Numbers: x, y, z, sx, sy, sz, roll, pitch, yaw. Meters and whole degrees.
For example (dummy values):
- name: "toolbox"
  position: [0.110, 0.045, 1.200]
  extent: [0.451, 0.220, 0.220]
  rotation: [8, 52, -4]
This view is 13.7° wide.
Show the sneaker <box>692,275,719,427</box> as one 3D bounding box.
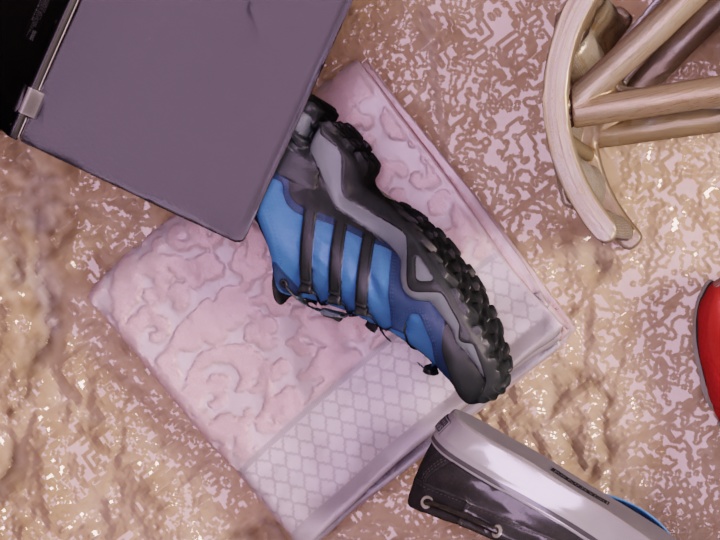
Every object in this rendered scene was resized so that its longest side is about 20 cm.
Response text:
- name: "sneaker"
  position: [0.226, 0.094, 1.557]
  extent: [0.077, 0.085, 0.201]
  rotation: [-18, 88, 7]

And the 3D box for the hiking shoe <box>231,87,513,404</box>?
- name: "hiking shoe"
  position: [0.000, 0.000, 1.573]
  extent: [0.087, 0.074, 0.200]
  rotation: [-41, 75, 11]

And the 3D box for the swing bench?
- name: "swing bench"
  position: [0.181, -0.107, 1.507]
  extent: [0.199, 0.199, 0.130]
  rotation: [-26, 86, 7]

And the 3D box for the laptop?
- name: "laptop"
  position: [-0.112, -0.143, 1.601]
  extent: [0.116, 0.200, 0.188]
  rotation: [23, 94, -31]

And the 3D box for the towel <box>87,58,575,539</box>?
- name: "towel"
  position: [-0.017, 0.020, 1.620]
  extent: [0.200, 0.032, 0.191]
  rotation: [-40, 85, 5]

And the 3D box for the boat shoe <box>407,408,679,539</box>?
- name: "boat shoe"
  position: [0.115, 0.145, 1.537]
  extent: [0.200, 0.069, 0.057]
  rotation: [32, 97, 14]

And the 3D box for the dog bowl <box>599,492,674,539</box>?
- name: "dog bowl"
  position: [0.097, 0.209, 1.594]
  extent: [0.111, 0.050, 0.200]
  rotation: [32, 94, 7]
